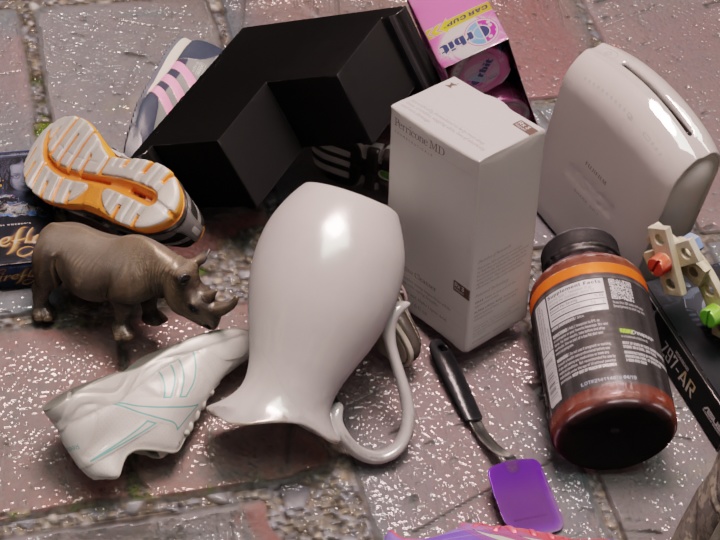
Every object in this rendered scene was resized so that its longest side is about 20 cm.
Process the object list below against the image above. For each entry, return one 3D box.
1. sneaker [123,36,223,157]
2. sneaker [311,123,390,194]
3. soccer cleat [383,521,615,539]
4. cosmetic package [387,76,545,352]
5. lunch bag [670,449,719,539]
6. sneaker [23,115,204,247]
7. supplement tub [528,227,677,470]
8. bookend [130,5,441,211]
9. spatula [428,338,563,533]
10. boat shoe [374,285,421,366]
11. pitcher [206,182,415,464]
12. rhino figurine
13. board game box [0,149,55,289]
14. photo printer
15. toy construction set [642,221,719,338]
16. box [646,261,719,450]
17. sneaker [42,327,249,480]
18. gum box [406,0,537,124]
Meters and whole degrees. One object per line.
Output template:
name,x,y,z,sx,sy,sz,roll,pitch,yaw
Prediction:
sneaker,-0.162,-0.145,1.408,0.081,0.070,0.201,14,51,5
sneaker,0.063,-0.115,1.421,0.199,0.076,0.116,24,47,11
soccer cleat,0.113,0.220,1.151,0.198,0.069,0.073,-6,47,-12
cosmetic package,0.085,-0.047,1.269,0.081,0.201,0.113,-28,44,-30
lunch bag,0.313,0.189,1.126,0.167,0.201,0.139,-21,53,-29
sneaker,-0.215,-0.068,1.294,0.199,0.077,0.079,29,83,35
supplement tub,0.200,0.060,1.273,0.106,0.107,0.201,3,49,-7
bookend,-0.063,-0.131,1.331,0.199,0.092,0.199,-1,42,38
spatula,0.104,0.134,1.248,0.056,0.021,0.201,-6,48,-31
boat shoe,0.000,0.000,1.316,0.057,0.067,0.200,-29,56,-24
pitcher,-0.016,0.045,1.212,0.171,0.121,0.201,20,84,-19
rhino figurine,-0.187,0.009,1.229,0.199,0.088,0.060,10,29,25
board game box,-0.367,-0.040,1.308,0.198,0.035,0.136,-7,51,-15
photo printer,0.235,-0.091,1.345,0.069,0.201,0.167,-23,58,-26
toy construction set,0.337,-0.014,1.283,0.199,0.132,0.092,-20,36,-18
box,0.366,0.061,1.341,0.199,0.044,0.161,-13,54,-19
sneaker,-0.159,0.105,1.209,0.200,0.070,0.081,-26,92,-40
gum box,0.111,-0.177,1.405,0.066,0.200,0.114,-25,54,3
